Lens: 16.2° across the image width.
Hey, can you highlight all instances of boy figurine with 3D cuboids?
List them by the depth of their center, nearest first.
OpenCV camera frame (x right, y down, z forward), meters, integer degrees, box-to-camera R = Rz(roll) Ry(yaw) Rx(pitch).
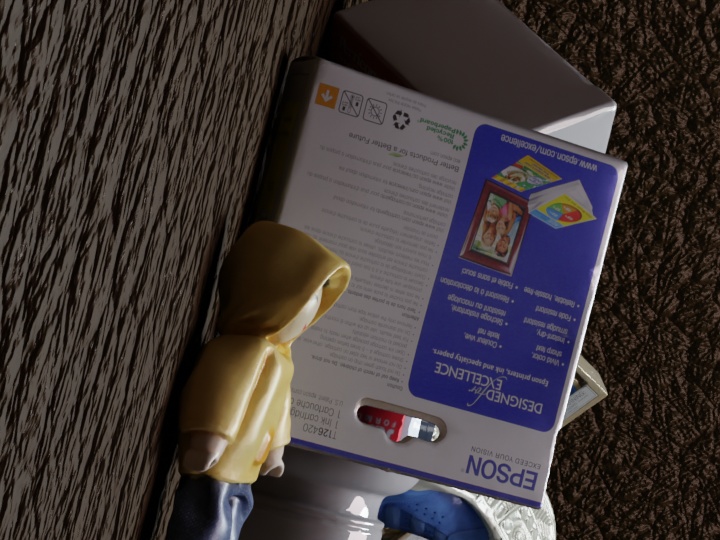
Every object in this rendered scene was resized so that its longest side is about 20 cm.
[{"bbox_3d":[-0.056,0.077,1.250,0.124,0.064,0.200,41,65,-72],"label":"boy figurine"}]

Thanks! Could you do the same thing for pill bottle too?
[{"bbox_3d":[-0.013,0.066,1.436,0.120,0.119,0.200,47,56,-85],"label":"pill bottle"}]

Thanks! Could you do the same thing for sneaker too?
[{"bbox_3d":[0.041,0.148,1.671,0.200,0.111,0.077,40,53,-43],"label":"sneaker"}]

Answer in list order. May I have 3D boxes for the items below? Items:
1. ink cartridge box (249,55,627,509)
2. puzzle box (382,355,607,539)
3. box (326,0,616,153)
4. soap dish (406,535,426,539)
[{"bbox_3d":[0.031,0.009,1.365,0.047,0.197,0.200,10,-97,65],"label":"ink cartridge box"},{"bbox_3d":[0.051,0.098,1.708,0.200,0.133,0.025,-37,-143,14],"label":"puzzle box"},{"bbox_3d":[0.054,-0.054,1.557,0.106,0.152,0.200,-20,139,-30],"label":"box"},{"bbox_3d":[0.027,0.251,1.830,0.157,0.081,0.200,12,52,-57],"label":"soap dish"}]
